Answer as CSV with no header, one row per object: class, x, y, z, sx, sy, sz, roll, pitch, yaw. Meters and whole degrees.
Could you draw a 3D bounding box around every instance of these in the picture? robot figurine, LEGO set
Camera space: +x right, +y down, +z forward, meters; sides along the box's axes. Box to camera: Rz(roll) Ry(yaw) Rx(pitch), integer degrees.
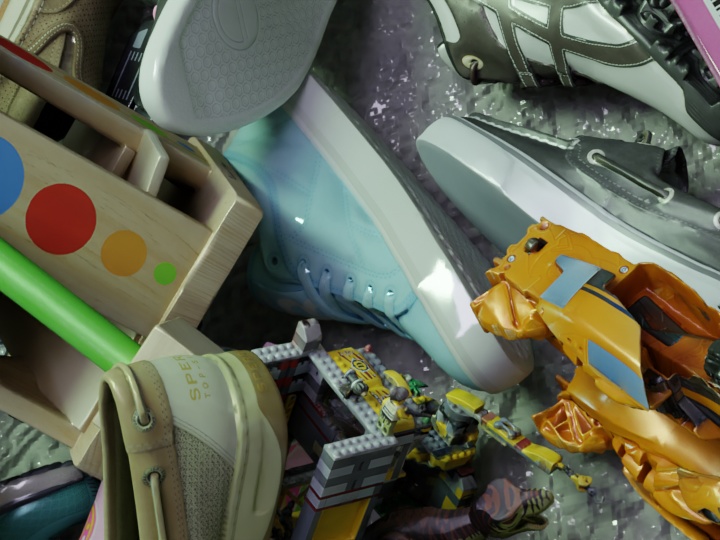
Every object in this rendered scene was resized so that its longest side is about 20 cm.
robot figurine,0.129,0.063,0.856,0.058,0.145,0.200,-42,43,-11
LEGO set,0.034,0.094,0.876,0.200,0.153,0.116,57,139,40

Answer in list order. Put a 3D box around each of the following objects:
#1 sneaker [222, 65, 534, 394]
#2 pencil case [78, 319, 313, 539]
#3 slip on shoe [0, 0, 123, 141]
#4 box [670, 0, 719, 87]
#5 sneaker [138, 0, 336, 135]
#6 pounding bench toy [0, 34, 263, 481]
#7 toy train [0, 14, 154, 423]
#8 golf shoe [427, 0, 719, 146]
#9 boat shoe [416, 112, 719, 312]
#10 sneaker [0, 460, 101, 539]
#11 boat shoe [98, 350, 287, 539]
sneaker,0.000,0.000,1.000,0.082,0.074,0.200,-45,42,8
pencil case,-0.074,0.125,0.977,0.087,0.087,0.201,13,77,34
slip on shoe,-0.142,-0.085,1.101,0.060,0.076,0.200,24,55,15
box,0.197,-0.035,0.817,0.096,0.200,0.177,-33,57,13
sneaker,-0.069,-0.117,1.049,0.099,0.071,0.201,-9,35,32
pounding bench toy,-0.137,-0.013,0.942,0.125,0.155,0.200,-58,18,6
toy train,-0.121,-0.027,1.103,0.046,0.034,0.201,14,76,37
golf shoe,0.088,-0.102,1.001,0.200,0.077,0.095,46,126,26
boat shoe,0.109,-0.020,0.948,0.066,0.070,0.199,-46,50,-14
sneaker,-0.177,0.157,1.045,0.200,0.077,0.080,-44,75,11
boat shoe,-0.075,0.123,0.863,0.073,0.063,0.202,48,132,52
